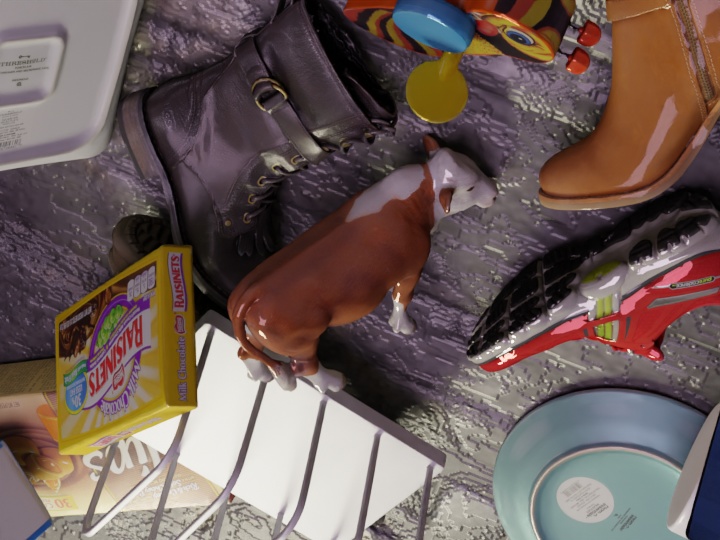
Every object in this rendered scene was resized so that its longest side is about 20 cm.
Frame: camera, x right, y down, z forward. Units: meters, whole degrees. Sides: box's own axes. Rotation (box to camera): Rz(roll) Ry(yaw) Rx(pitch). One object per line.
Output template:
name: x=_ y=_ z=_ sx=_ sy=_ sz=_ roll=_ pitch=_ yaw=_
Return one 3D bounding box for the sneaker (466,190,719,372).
sneaker: x=0.155 y=0.029 z=0.995 sx=0.199 sy=0.077 sz=0.085 roll=-27 pitch=114 yaw=33

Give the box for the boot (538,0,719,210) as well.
boot: x=0.162 y=-0.129 z=0.898 sx=0.199 sy=0.074 sz=0.155 roll=-23 pitch=106 yaw=28

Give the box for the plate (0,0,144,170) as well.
plate: x=-0.214 y=-0.130 z=0.966 sx=0.032 sy=0.199 sz=0.201 roll=47 pitch=133 yaw=29

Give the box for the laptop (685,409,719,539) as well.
laptop: x=0.313 y=0.088 z=0.909 sx=0.186 sy=0.116 sz=0.201 roll=23 pitch=106 yaw=5

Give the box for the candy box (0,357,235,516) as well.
candy box: x=-0.193 y=0.124 z=1.197 sx=0.199 sy=0.055 sz=0.116 roll=-8 pitch=118 yaw=25

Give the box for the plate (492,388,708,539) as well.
plate: x=0.187 y=0.171 z=1.102 sx=0.199 sy=0.026 sz=0.201 roll=10 pitch=125 yaw=15

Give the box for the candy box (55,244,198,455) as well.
candy box: x=-0.157 y=0.057 z=1.035 sx=0.026 sy=0.103 sz=0.200 roll=2 pitch=165 yaw=-30

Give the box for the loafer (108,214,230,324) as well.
loafer: x=-0.108 y=0.046 z=1.103 sx=0.067 sy=0.076 sz=0.200 roll=-38 pitch=102 yaw=28

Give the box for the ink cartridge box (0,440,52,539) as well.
ink cartridge box: x=-0.353 y=0.195 z=1.208 sx=0.199 sy=0.146 sz=0.085 roll=1 pitch=127 yaw=51

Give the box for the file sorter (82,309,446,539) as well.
file sorter: x=-0.068 y=0.153 z=1.061 sx=0.199 sy=0.125 sz=0.139 roll=33 pitch=130 yaw=-17

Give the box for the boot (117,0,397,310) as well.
boot: x=-0.050 y=-0.069 z=1.013 sx=0.173 sy=0.069 sz=0.201 roll=-20 pitch=112 yaw=29

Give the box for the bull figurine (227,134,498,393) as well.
bull figurine: x=0.000 y=0.000 z=0.996 sx=0.065 sy=0.199 sz=0.122 roll=42 pitch=153 yaw=36

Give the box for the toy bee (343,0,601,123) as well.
toy bee: x=0.072 y=-0.139 z=0.878 sx=0.108 sy=0.200 sz=0.131 roll=30 pitch=100 yaw=-23

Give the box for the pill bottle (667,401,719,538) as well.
pill bottle: x=0.303 y=0.163 z=0.994 sx=0.199 sy=0.120 sz=0.120 roll=24 pitch=126 yaw=6
